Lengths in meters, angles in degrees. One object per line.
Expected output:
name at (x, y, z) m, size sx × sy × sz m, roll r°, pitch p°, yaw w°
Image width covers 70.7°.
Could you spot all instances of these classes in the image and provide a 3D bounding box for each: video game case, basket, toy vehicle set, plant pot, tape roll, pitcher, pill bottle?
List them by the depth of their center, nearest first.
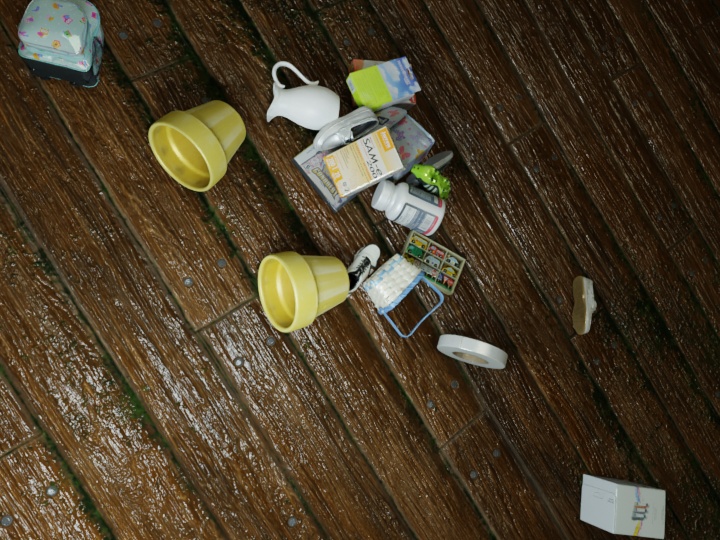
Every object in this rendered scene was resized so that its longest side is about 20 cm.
plant pot at (-0.406, -0.340, 1.320) m, size 0.201 × 0.201 × 0.189 m, roll 42°, pitch 56°, yaw -8°
plant pot at (-0.142, 0.042, 1.343) m, size 0.188 × 0.201 × 0.201 m, roll -14°, pitch 86°, yaw -38°
basket at (0.123, 0.065, 1.457) m, size 0.176 × 0.139 × 0.200 m, roll -41°, pitch 88°, yaw -20°
pitcher at (-0.161, -0.498, 1.457) m, size 0.199 × 0.121 × 0.172 m, roll 5°, pitch 101°, yaw -12°
tape roll at (0.322, 0.236, 1.468) m, size 0.202 × 0.203 × 0.037 m, roll 23°, pitch 74°, yaw -15°
video game case at (-0.074, -0.302, 1.512) m, size 0.181 × 0.025 × 0.200 m, roll -42°, pitch 96°, yaw -21°
pill bottle at (0.141, -0.194, 1.521) m, size 0.199 × 0.120 × 0.120 m, roll 22°, pitch 74°, yaw -15°
toy vehicle set at (0.218, -0.024, 1.568) m, size 0.200 × 0.027 × 0.125 m, roll 28°, pitch 73°, yaw -13°

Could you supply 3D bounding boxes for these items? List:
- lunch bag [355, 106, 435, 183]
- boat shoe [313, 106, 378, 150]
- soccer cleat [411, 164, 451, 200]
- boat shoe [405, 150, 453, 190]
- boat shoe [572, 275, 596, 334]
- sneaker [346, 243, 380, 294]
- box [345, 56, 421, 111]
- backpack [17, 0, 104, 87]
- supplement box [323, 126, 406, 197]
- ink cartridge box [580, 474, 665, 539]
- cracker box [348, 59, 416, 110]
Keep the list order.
lunch bag at (0.092, -0.393, 1.536) m, size 0.170 × 0.127 × 0.200 m, roll -41°, pitch 82°, yaw -21°
boat shoe at (-0.039, -0.396, 1.466) m, size 0.200 × 0.072 × 0.069 m, roll -29°, pitch 59°, yaw -10°
soccer cleat at (0.217, -0.269, 1.535) m, size 0.081 × 0.200 × 0.068 m, roll 25°, pitch 86°, yaw 31°
boat shoe at (0.222, -0.309, 1.605) m, size 0.200 × 0.069 × 0.057 m, roll -39°, pitch 122°, yaw -21°
boat shoe at (0.765, 0.119, 1.717) m, size 0.069 × 0.071 × 0.201 m, roll 10°, pitch 76°, yaw -16°
sneaker at (0.000, 0.000, 1.459) m, size 0.074 × 0.080 × 0.200 m, roll 40°, pitch 69°, yaw -8°
box at (0.070, -0.559, 1.534) m, size 0.200 × 0.048 × 0.122 m, roll -25°, pitch 91°, yaw -20°
backpack at (-0.735, -0.586, 1.260) m, size 0.175 × 0.153 × 0.201 m, roll 8°, pitch 71°, yaw -13°
supplement box at (0.013, -0.304, 1.437) m, size 0.199 × 0.074 × 0.126 m, roll -24°, pitch 91°, yaw 14°
ink cartridge box at (0.818, 0.736, 1.590) m, size 0.199 × 0.145 × 0.145 m, roll 15°, pitch 76°, yaw -16°
cracker box at (0.069, -0.581, 1.594) m, size 0.199 × 0.058 × 0.134 m, roll -4°, pitch 83°, yaw -21°
